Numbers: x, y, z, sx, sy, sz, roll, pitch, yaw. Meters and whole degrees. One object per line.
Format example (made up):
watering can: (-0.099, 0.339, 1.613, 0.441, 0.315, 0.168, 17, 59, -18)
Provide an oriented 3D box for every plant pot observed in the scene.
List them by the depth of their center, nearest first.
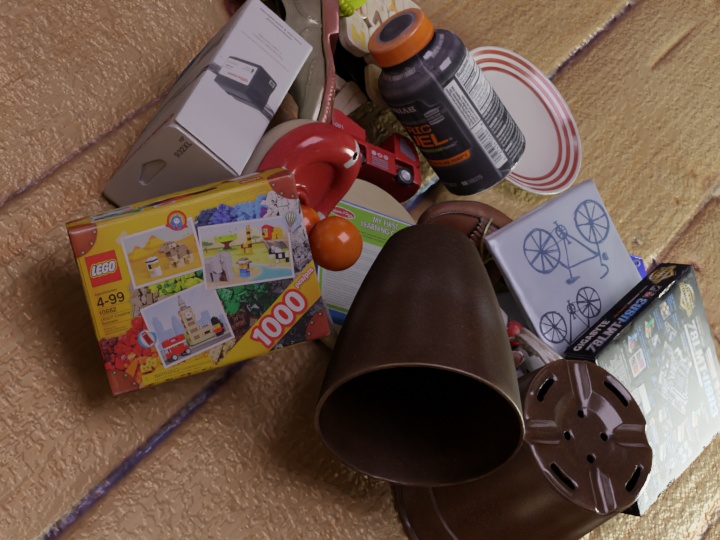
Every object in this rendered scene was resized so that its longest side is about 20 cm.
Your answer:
plant pot: (0.059, 0.061, 1.454, 0.186, 0.187, 0.201, 27, 46, -24)
plant pot: (0.163, 0.188, 1.535, 0.199, 0.198, 0.202, 15, 58, -25)

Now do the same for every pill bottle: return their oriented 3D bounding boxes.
pill bottle: (0.088, -0.185, 1.717, 0.200, 0.106, 0.107, 52, 41, -29)

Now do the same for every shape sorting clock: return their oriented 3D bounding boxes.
shape sorting clock: (0.000, 0.000, 1.637, 0.199, 0.039, 0.202, 13, 69, -36)

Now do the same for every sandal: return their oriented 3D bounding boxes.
sandal: (-0.030, -0.281, 1.775, 0.201, 0.048, 0.075, 48, 45, -5)

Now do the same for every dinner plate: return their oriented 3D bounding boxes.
dinner plate: (0.184, -0.177, 1.902, 0.199, 0.024, 0.202, 21, 53, -31)

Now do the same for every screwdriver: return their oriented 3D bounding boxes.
screwdriver: (-0.018, 0.080, 1.493, 0.028, 0.200, 0.029, -17, 63, 0)

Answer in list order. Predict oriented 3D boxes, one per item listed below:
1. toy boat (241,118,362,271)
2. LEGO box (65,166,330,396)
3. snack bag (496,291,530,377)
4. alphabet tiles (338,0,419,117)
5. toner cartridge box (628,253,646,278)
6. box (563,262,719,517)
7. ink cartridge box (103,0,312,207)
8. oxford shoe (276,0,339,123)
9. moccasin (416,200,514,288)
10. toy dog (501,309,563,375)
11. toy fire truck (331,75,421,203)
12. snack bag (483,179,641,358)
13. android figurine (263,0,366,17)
toy boat: (-0.054, -0.041, 1.502, 0.201, 0.130, 0.131, -62, 154, -11)
LEGO box: (-0.142, 0.007, 1.396, 0.198, 0.077, 0.150, -16, 101, -11)
snack bag: (0.201, 0.107, 1.751, 0.187, 0.021, 0.202, -6, 69, -40)
alphabet tiles: (0.043, -0.250, 1.803, 0.199, 0.015, 0.197, 31, 45, -41)
toner cartridge box: (0.301, 0.075, 1.809, 0.094, 0.043, 0.202, 14, 57, -42)
box: (0.312, 0.125, 1.702, 0.198, 0.049, 0.201, -38, 119, -38)
ink cartridge box: (-0.145, -0.145, 1.532, 0.084, 0.145, 0.201, 39, 47, -14)
oxford shoe: (-0.062, -0.200, 1.633, 0.073, 0.071, 0.202, 5, 59, -6)
moccasin: (0.149, -0.015, 1.742, 0.200, 0.074, 0.078, 29, 31, -28)
toy dog: (0.108, 0.070, 1.612, 0.200, 0.097, 0.132, 40, 4, 9)
toy fire truck: (-0.024, -0.163, 1.709, 0.199, 0.049, 0.142, 19, 53, -31)
snack bag: (0.237, 0.020, 1.725, 0.188, 0.021, 0.201, -30, 92, -39)
android figurine: (-0.058, -0.350, 1.744, 0.181, 0.041, 0.200, -33, 66, -25)
